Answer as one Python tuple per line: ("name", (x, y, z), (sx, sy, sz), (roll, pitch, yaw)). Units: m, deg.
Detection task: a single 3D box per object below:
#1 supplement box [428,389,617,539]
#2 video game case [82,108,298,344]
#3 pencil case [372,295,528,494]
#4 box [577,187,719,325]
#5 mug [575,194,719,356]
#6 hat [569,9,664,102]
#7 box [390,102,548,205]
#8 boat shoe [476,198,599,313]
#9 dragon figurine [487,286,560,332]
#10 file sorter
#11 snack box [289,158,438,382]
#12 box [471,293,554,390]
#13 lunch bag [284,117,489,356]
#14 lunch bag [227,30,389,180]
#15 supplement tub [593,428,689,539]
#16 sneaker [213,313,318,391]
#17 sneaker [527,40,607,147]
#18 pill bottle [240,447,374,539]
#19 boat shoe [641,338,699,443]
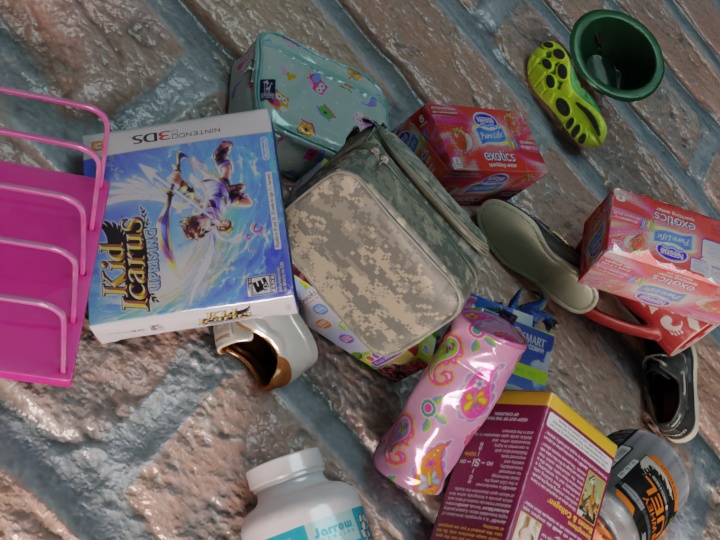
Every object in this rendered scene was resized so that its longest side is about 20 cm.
("supplement box", (0.167, 0.240, 0.974), (0.131, 0.103, 0.200), (40, 61, -31))
("video game case", (-0.160, -0.045, 0.872), (0.181, 0.045, 0.200), (-9, 65, -1))
("pencil case", (0.090, 0.128, 0.956), (0.087, 0.200, 0.087), (26, 15, -7))
("box", (0.393, -0.015, 1.217), (0.200, 0.095, 0.103), (16, 61, -5))
("mug", (0.401, 0.024, 1.340), (0.200, 0.177, 0.133), (54, 14, 20))
("hat", (0.410, -0.330, 1.629), (0.200, 0.176, 0.166), (18, 70, -12))
("box", (0.141, -0.150, 1.245), (0.200, 0.095, 0.100), (-4, 67, -43))
("boat shoe", (0.240, -0.025, 1.275), (0.201, 0.072, 0.061), (43, 30, -1))
("dragon figurine", (0.193, 0.061, 1.189), (0.099, 0.059, 0.200), (41, 46, -16))
("file sorter", (-0.280, -0.033, 0.746), (0.139, 0.125, 0.200), (10, 57, -14))
("snack box", (0.000, 0.000, 1.048), (0.200, 0.068, 0.169), (36, 47, -21))
("box", (0.154, 0.132, 1.073), (0.122, 0.048, 0.200), (21, 74, -32))
("lunch bag", (0.030, -0.043, 0.959), (0.200, 0.139, 0.168), (47, 35, -7))
("lunch bag", (-0.058, -0.186, 1.102), (0.200, 0.077, 0.161), (22, 52, -31))
("supplement tub", (0.288, 0.275, 1.097), (0.200, 0.123, 0.123), (-25, 83, -46))
("sneaker", (-0.120, 0.026, 0.919), (0.200, 0.073, 0.085), (56, 40, -2))
("sneaker", (0.332, -0.278, 1.530), (0.200, 0.074, 0.084), (65, 17, 16))
("pill bottle", (-0.037, 0.260, 0.822), (0.111, 0.111, 0.200), (-6, 70, -44))
("boat shoe", (0.436, 0.141, 1.349), (0.068, 0.072, 0.200), (26, 52, -34))
